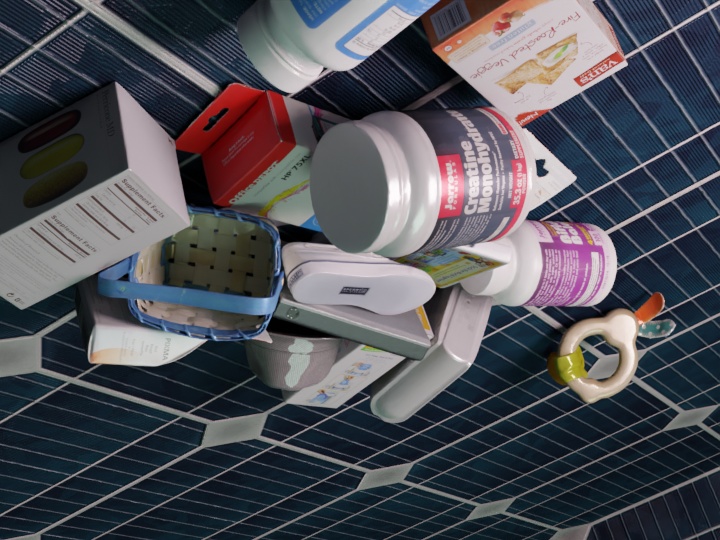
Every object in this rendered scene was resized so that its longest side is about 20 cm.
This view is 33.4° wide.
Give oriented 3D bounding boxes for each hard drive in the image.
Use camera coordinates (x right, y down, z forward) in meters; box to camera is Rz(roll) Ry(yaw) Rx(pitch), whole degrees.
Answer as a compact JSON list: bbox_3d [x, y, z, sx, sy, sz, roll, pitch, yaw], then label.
[{"bbox_3d":[-0.024,0.032,1.400,0.198,0.140,0.033,19,115,-26],"label":"hard drive"}]

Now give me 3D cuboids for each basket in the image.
[{"bbox_3d":[-0.159,0.004,1.232,0.174,0.141,0.200,9,-170,5],"label":"basket"}]

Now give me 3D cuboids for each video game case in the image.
[{"bbox_3d":[0.053,-0.025,1.381,0.180,0.023,0.200,16,166,-16],"label":"video game case"}]

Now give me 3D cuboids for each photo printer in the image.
[{"bbox_3d":[0.090,0.111,1.650,0.069,0.167,0.200,35,131,-11],"label":"photo printer"}]

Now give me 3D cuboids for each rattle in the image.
[{"bbox_3d":[0.402,0.117,1.926,0.200,0.130,0.143,-47,162,-2],"label":"rattle"}]

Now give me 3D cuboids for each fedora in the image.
[{"bbox_3d":[-0.085,0.086,1.457,0.175,0.200,0.091,6,108,-4],"label":"fedora"}]

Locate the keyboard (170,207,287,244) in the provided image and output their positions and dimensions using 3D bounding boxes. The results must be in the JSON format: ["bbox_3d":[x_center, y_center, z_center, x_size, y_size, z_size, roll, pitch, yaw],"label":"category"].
[{"bbox_3d":[-0.163,-0.053,1.362,0.198,0.011,0.056,-11,157,-12],"label":"keyboard"}]

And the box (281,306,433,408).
[{"bbox_3d":[-0.017,0.084,1.580,0.101,0.113,0.200,12,139,-45],"label":"box"}]

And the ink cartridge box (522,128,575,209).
[{"bbox_3d":[0.131,-0.098,1.402,0.199,0.050,0.162,-34,148,19],"label":"ink cartridge box"}]

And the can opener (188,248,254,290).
[{"bbox_3d":[-0.126,0.007,1.438,0.198,0.067,0.053,-1,149,-39],"label":"can opener"}]

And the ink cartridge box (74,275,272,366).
[{"bbox_3d":[-0.215,0.059,1.350,0.198,0.162,0.051,9,107,-22],"label":"ink cartridge box"}]

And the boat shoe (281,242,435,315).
[{"bbox_3d":[0.000,0.000,1.348,0.199,0.066,0.074,11,133,-40],"label":"boat shoe"}]

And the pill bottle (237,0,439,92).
[{"bbox_3d":[-0.008,-0.239,1.002,0.199,0.113,0.112,-33,149,27],"label":"pill bottle"}]

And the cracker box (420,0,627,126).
[{"bbox_3d":[0.163,-0.229,1.179,0.133,0.058,0.199,-29,151,22],"label":"cracker box"}]

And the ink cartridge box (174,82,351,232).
[{"bbox_3d":[-0.080,-0.113,1.235,0.199,0.068,0.116,12,140,-43],"label":"ink cartridge box"}]

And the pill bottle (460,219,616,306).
[{"bbox_3d":[0.226,-0.009,1.556,0.198,0.113,0.112,1,147,-33],"label":"pill bottle"}]

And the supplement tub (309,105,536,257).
[{"bbox_3d":[0.064,-0.089,1.190,0.198,0.141,0.140,-9,153,-38],"label":"supplement tub"}]

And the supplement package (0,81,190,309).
[{"bbox_3d":[-0.279,-0.069,1.143,0.198,0.115,0.110,-25,146,12],"label":"supplement package"}]
